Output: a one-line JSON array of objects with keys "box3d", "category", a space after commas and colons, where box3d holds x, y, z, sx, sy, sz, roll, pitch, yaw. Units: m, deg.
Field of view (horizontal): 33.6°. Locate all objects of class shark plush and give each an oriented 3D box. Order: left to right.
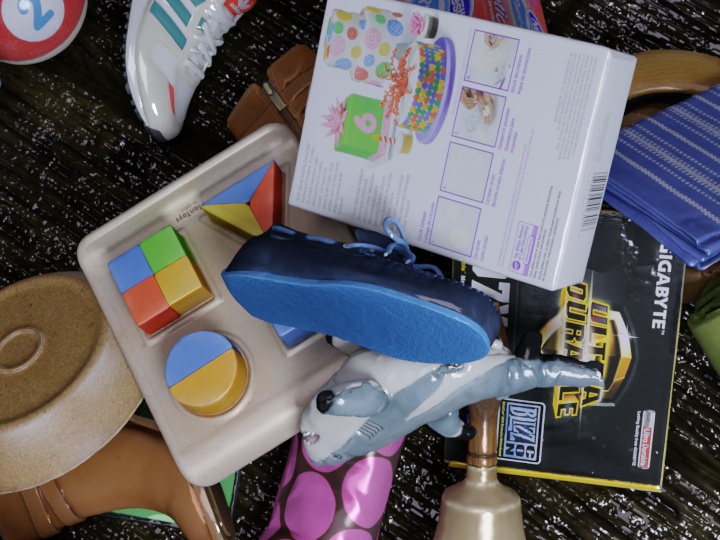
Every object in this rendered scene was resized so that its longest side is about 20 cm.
[{"box3d": [0.054, 0.075, 0.775, 0.197, 0.091, 0.084, -15, 117, -3], "category": "shark plush"}]

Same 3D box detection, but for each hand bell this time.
[{"box3d": [0.084, 0.121, 0.814, 0.102, 0.104, 0.204, 2, 99, 6], "category": "hand bell"}]

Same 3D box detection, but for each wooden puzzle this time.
[{"box3d": [-0.086, 0.018, 0.829, 0.184, 0.046, 0.202, -31, 75, -1], "category": "wooden puzzle"}]

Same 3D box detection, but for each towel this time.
[{"box3d": [0.254, -0.077, 0.789, 0.198, 0.024, 0.145, -25, 39, -16], "category": "towel"}]

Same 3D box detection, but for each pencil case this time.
[{"box3d": [-0.020, 0.141, 0.865, 0.092, 0.091, 0.203, 15, 81, 7], "category": "pencil case"}]

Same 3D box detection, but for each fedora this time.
[{"box3d": [0.229, -0.063, 0.887, 0.197, 0.082, 0.204, 0, 78, 1], "category": "fedora"}]

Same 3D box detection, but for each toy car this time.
[{"box3d": [-0.311, -0.264, 0.928, 0.184, 0.200, 0.177, -44, 77, -4], "category": "toy car"}]

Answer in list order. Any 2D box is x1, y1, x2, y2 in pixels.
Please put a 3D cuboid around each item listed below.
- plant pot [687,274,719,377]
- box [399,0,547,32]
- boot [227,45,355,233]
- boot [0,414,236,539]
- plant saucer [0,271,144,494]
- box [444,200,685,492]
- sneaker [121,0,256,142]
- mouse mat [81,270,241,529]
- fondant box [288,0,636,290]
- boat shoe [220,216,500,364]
[{"box3d": [0.316, 0.065, 0.770, 0.200, 0.200, 0.190, -42, 89, -4], "category": "plant pot"}, {"box3d": [0.079, -0.159, 0.874, 0.094, 0.102, 0.203, -27, 54, 31], "category": "box"}, {"box3d": [-0.062, -0.066, 0.917, 0.200, 0.077, 0.155, -46, 68, 7], "category": "boot"}, {"box3d": [-0.193, 0.159, 0.872, 0.154, 0.077, 0.201, -35, 71, -8], "category": "boot"}, {"box3d": [-0.245, 0.068, 0.880, 0.197, 0.036, 0.202, -11, 46, 11], "category": "plant saucer"}, {"box3d": [0.142, 0.047, 0.836, 0.157, 0.049, 0.203, 6, 110, 13], "category": "box"}, {"box3d": [-0.133, -0.204, 0.961, 0.092, 0.070, 0.203, -1, 75, 12], "category": "sneaker"}, {"box3d": [-0.160, 0.093, 0.931, 0.158, 0.008, 0.203, 8, 79, 8], "category": "mouse mat"}, {"box3d": [0.060, -0.087, 0.757, 0.198, 0.058, 0.147, 19, 104, 27], "category": "fondant box"}, {"box3d": [0.000, 0.000, 0.739, 0.198, 0.085, 0.069, 16, 57, 29], "category": "boat shoe"}]
